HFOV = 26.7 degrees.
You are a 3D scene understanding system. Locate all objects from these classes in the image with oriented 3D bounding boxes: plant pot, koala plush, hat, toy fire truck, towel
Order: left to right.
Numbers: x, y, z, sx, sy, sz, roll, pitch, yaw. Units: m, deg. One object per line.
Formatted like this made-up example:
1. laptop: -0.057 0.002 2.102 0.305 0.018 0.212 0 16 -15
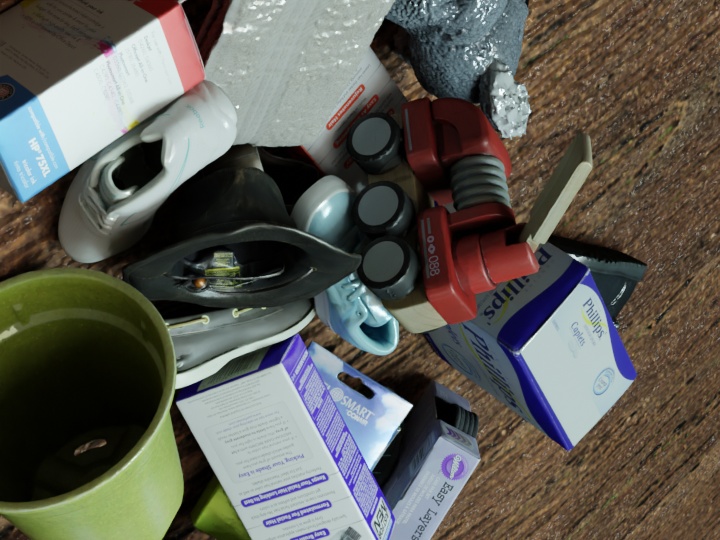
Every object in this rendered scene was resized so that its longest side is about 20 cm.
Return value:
1. plant pot: -0.217 0.132 1.160 0.200 0.200 0.185 -41 149 -18
2. hat: -0.091 -0.030 1.147 0.200 0.200 0.082 16 66 -49
3. towel: -0.057 -0.157 1.100 0.132 0.035 0.200 -4 145 -30
4. koala plush: 0.078 -0.215 1.238 0.183 0.177 0.201 -34 140 -19
5. toy fire truck: 0.095 -0.064 1.186 0.199 0.177 0.129 -15 150 18

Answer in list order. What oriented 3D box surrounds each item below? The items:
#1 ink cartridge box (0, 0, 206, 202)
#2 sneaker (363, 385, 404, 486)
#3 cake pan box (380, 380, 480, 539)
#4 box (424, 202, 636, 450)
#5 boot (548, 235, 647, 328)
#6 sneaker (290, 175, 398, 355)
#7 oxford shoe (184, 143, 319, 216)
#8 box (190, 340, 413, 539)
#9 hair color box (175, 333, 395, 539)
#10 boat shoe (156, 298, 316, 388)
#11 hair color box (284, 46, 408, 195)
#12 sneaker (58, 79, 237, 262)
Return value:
1. ink cartridge box: -0.191 -0.145 1.044 0.200 0.116 0.068 -37 135 -21
2. sneaker: -0.025 0.197 1.465 0.079 0.075 0.201 33 79 -32
3. cake pan box: 0.045 0.216 1.471 0.052 0.184 0.201 29 100 -7
4. box: 0.138 0.043 1.431 0.105 0.200 0.184 -46 139 -11
5. boot: 0.222 0.055 1.620 0.200 0.076 0.169 9 105 -54
6. sneaker: 0.000 0.000 1.251 0.074 0.082 0.200 -46 150 -16
7. oxford shoe: -0.057 -0.043 1.259 0.084 0.073 0.200 -28 146 16
8. box: -0.055 0.175 1.399 0.122 0.048 0.201 32 91 -14
9. hair color box: -0.062 0.166 1.316 0.201 0.109 0.065 64 22 -15
10. boat shoe: -0.108 0.035 1.274 0.201 0.071 0.061 -29 120 -45
11. hair color box: -0.037 -0.151 1.238 0.102 0.061 0.200 -50 139 -8
12. sneaker: -0.173 -0.064 1.092 0.200 0.071 0.080 -40 180 39
